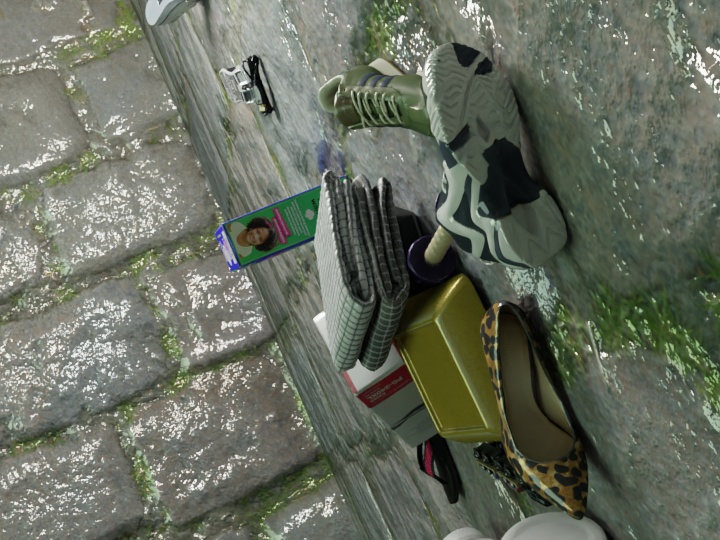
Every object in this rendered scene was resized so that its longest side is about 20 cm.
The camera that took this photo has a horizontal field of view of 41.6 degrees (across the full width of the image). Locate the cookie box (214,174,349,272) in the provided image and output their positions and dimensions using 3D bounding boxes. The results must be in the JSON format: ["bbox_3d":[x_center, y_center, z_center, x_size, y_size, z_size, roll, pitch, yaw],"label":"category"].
[{"bbox_3d":[-0.112,-0.069,1.444,0.075,0.200,0.171,67,168,-3],"label":"cookie box"}]

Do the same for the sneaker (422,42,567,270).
[{"bbox_3d":[0.093,-0.089,0.827,0.199,0.079,0.130,59,159,-4],"label":"sneaker"}]

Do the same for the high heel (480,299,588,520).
[{"bbox_3d":[0.165,0.129,0.906,0.143,0.071,0.200,73,177,-50],"label":"high heel"}]

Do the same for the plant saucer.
[{"bbox_3d":[0.108,0.119,1.107,0.200,0.048,0.200,64,158,3],"label":"plant saucer"}]

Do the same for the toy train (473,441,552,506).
[{"bbox_3d":[0.184,0.239,1.121,0.046,0.034,0.200,57,169,-11],"label":"toy train"}]

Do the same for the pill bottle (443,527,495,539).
[{"bbox_3d":[0.179,0.437,1.290,0.200,0.111,0.111,-142,32,-65],"label":"pill bottle"}]

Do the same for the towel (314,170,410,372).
[{"bbox_3d":[0.000,0.000,1.146,0.166,0.085,0.200,102,161,-56],"label":"towel"}]

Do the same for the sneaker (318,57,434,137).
[{"bbox_3d":[0.019,-0.169,0.979,0.200,0.090,0.067,-135,27,-60],"label":"sneaker"}]

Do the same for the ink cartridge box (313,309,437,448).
[{"bbox_3d":[0.036,0.137,1.295,0.145,0.083,0.200,57,-176,39],"label":"ink cartridge box"}]

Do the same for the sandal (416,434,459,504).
[{"bbox_3d":[0.105,0.274,1.474,0.075,0.045,0.200,-158,47,-72],"label":"sandal"}]

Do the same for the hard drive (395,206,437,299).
[{"bbox_3d":[0.063,0.013,1.234,0.140,0.033,0.200,-149,38,-70],"label":"hard drive"}]

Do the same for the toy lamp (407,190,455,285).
[{"bbox_3d":[0.086,-0.030,1.014,0.200,0.058,0.058,104,142,-71],"label":"toy lamp"}]

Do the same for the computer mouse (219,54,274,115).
[{"bbox_3d":[-0.211,-0.348,1.751,0.200,0.044,0.110,30,145,61],"label":"computer mouse"}]

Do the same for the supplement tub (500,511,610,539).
[{"bbox_3d":[0.217,0.365,0.987,0.123,0.122,0.200,-139,30,-64],"label":"supplement tub"}]

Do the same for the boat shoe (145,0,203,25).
[{"bbox_3d":[-0.361,-0.564,1.943,0.202,0.086,0.075,-33,73,48],"label":"boat shoe"}]
